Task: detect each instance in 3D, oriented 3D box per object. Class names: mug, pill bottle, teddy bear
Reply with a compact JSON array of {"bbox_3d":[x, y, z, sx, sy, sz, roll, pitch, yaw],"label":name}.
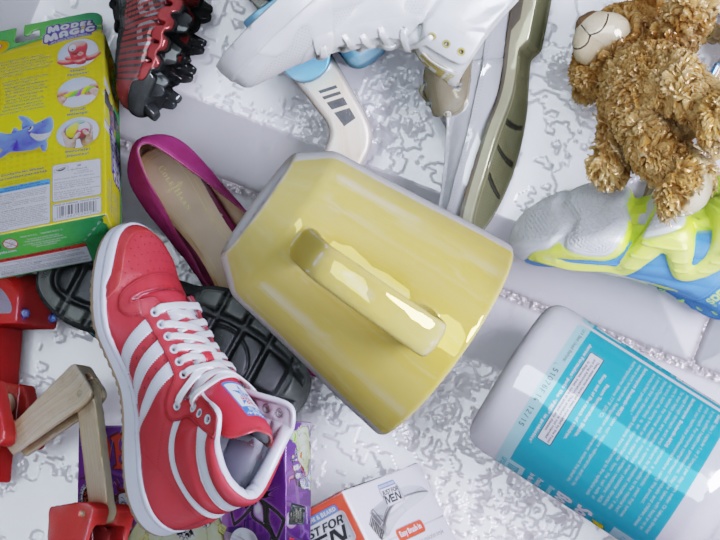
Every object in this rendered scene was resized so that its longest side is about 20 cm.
[{"bbox_3d":[0.002,-0.004,1.234,0.153,0.187,0.150,36,60,-7],"label":"mug"},{"bbox_3d":[0.179,0.117,1.256,0.200,0.111,0.111,33,88,9],"label":"pill bottle"},{"bbox_3d":[0.186,-0.115,1.247,0.067,0.145,0.200,8,49,-23],"label":"teddy bear"}]

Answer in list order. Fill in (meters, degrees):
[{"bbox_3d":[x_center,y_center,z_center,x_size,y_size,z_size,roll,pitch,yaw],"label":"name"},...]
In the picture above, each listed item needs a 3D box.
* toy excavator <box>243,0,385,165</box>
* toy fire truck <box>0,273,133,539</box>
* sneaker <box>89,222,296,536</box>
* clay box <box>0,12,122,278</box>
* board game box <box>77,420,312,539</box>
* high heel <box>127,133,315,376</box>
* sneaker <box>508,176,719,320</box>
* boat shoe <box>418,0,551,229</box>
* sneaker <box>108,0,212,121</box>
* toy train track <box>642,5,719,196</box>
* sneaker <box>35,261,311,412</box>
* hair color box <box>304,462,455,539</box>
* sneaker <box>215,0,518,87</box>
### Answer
[{"bbox_3d":[-0.023,-0.145,1.321,0.194,0.100,0.200,-36,90,2],"label":"toy excavator"},{"bbox_3d":[-0.218,0.097,1.302,0.141,0.049,0.201,0,83,30],"label":"toy fire truck"},{"bbox_3d":[-0.104,0.059,1.206,0.112,0.071,0.201,-18,80,43],"label":"sneaker"},{"bbox_3d":[-0.222,-0.087,1.317,0.115,0.048,0.200,-10,49,4],"label":"clay box"},{"bbox_3d":[-0.112,0.160,1.267,0.200,0.032,0.120,-6,77,41],"label":"board game box"},{"bbox_3d":[-0.087,-0.007,1.303,0.067,0.096,0.200,-45,81,-1],"label":"high heel"},{"bbox_3d":[0.200,-0.004,1.287,0.200,0.105,0.076,-4,38,32],"label":"sneaker"},{"bbox_3d":[0.077,-0.122,1.318,0.068,0.075,0.200,12,81,16],"label":"boat shoe"},{"bbox_3d":[-0.151,-0.205,1.345,0.098,0.071,0.201,10,83,6],"label":"sneaker"},{"bbox_3d":[0.246,-0.134,1.317,0.115,0.033,0.200,26,93,-18],"label":"toy train track"},{"bbox_3d":[-0.122,0.038,1.313,0.200,0.079,0.076,29,82,4],"label":"sneaker"},{"bbox_3d":[0.035,0.233,1.252,0.064,0.111,0.200,-30,81,26],"label":"hair color box"},{"bbox_3d":[0.014,-0.155,1.244,0.200,0.074,0.116,-38,95,-1],"label":"sneaker"}]
